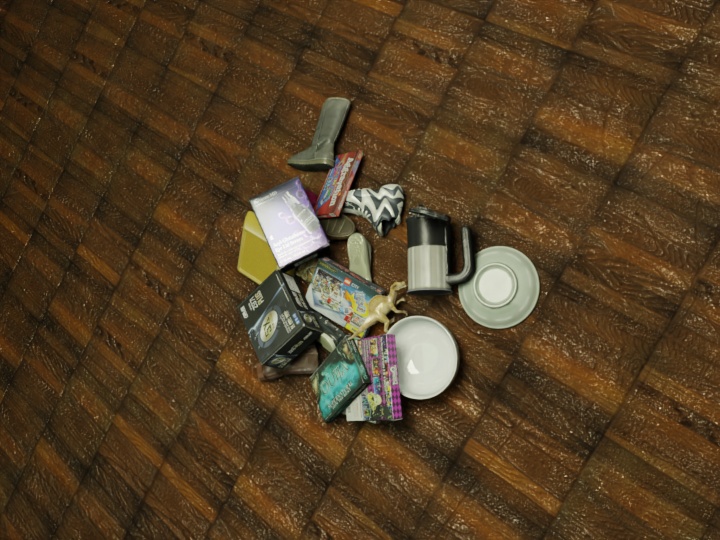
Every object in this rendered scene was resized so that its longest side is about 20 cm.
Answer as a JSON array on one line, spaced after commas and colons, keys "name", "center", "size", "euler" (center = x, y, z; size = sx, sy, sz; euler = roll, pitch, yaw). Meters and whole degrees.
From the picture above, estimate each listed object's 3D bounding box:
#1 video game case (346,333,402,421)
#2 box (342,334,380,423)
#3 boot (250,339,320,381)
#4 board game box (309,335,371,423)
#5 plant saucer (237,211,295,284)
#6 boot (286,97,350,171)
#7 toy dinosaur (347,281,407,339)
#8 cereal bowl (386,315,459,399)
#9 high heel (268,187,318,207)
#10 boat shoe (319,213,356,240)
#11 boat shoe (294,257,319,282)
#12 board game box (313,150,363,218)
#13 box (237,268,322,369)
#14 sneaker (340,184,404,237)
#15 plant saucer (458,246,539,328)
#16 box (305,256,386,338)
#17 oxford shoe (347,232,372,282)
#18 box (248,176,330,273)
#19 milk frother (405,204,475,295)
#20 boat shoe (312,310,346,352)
[{"name": "video game case", "center": [0.024, 0.268, 1.468], "size": [0.180, 0.035, 0.203], "euler": [-19, 72, 49]}, {"name": "box", "center": [0.003, 0.281, 1.552], "size": [0.143, 0.036, 0.203], "euler": [9, 84, 26]}, {"name": "boot", "center": [-0.203, 0.204, 1.647], "size": [0.198, 0.064, 0.189], "euler": [-14, 85, 24]}, {"name": "board game box", "center": [-0.056, 0.279, 1.516], "size": [0.200, 0.028, 0.136], "euler": [-51, 49, 35]}, {"name": "plant saucer", "center": [-0.273, -0.035, 1.674], "size": [0.198, 0.048, 0.202], "euler": [29, 123, 23]}, {"name": "boot", "center": [-0.120, -0.389, 1.699], "size": [0.180, 0.072, 0.203], "euler": [4, 82, 32]}, {"name": "toy dinosaur", "center": [0.052, 0.112, 1.512], "size": [0.200, 0.101, 0.058], "euler": [-48, 25, 0]}, {"name": "cereal bowl", "center": [0.153, 0.215, 1.466], "size": [0.197, 0.083, 0.203], "euler": [-5, 79, 25]}, {"name": "high heel", "center": [-0.203, -0.215, 1.695], "size": [0.197, 0.096, 0.068], "euler": [10, 86, 26]}, {"name": "boat shoe", "center": [-0.092, -0.118, 1.646], "size": [0.198, 0.068, 0.073], "euler": [13, 69, 29]}, {"name": "boat shoe", "center": [-0.173, -0.022, 1.668], "size": [0.198, 0.063, 0.074], "euler": [28, 93, 27]}, {"name": "board game box", "center": [-0.064, -0.234, 1.622], "size": [0.102, 0.019, 0.202], "euler": [-2, 61, 46]}, {"name": "box", "center": [-0.216, 0.128, 1.575], "size": [0.163, 0.086, 0.201], "euler": [-41, 56, 16]}, {"name": "sneaker", "center": [0.023, -0.146, 1.586], "size": [0.196, 0.080, 0.132], "euler": [-7, 70, 14]}, {"name": "plant saucer", "center": [0.327, 0.038, 1.432], "size": [0.197, 0.050, 0.203], "euler": [-4, 80, 25]}, {"name": "box", "center": [-0.044, 0.070, 1.572], "size": [0.198, 0.038, 0.138], "euler": [29, 111, 18]}, {"name": "oxford shoe", "center": [0.000, 0.000, 1.592], "size": [0.074, 0.058, 0.203], "euler": [1, 96, 19]}, {"name": "box", "center": [-0.183, -0.117, 1.551], "size": [0.147, 0.104, 0.202], "euler": [-26, 85, -4]}, {"name": "milk frother", "center": [0.164, -0.047, 1.430], "size": [0.179, 0.198, 0.191], "euler": [-10, 77, 43]}, {"name": "boat shoe", "center": [-0.108, 0.145, 1.608], "size": [0.066, 0.075, 0.199], "euler": [-33, 36, -21]}]
